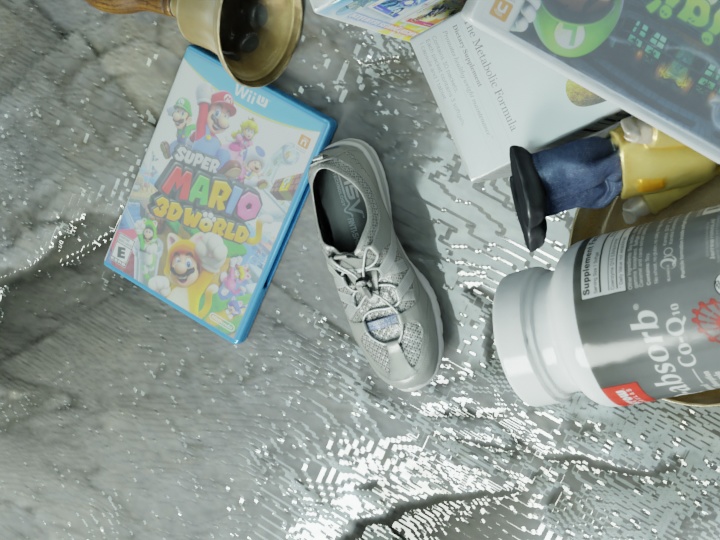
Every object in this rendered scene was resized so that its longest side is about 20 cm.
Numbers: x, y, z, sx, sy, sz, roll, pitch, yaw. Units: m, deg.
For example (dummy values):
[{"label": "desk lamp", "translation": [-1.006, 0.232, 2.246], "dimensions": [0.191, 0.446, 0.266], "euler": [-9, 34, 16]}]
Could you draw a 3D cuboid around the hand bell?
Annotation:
[{"label": "hand bell", "translation": [-0.154, -0.213, 1.119], "dimensions": [0.198, 0.104, 0.106], "euler": [15, 102, 33]}]

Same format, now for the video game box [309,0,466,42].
[{"label": "video game box", "translation": [0.075, -0.222, 0.952], "dimensions": [0.181, 0.200, 0.047], "euler": [-28, 81, 21]}]

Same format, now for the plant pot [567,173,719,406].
[{"label": "plant pot", "translation": [0.242, -0.006, 0.986], "dimensions": [0.198, 0.027, 0.203], "euler": [-1, 88, 30]}]

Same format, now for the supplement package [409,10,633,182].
[{"label": "supplement package", "translation": [0.155, -0.155, 0.974], "dimensions": [0.198, 0.109, 0.115], "euler": [-26, 87, 22]}]

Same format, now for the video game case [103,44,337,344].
[{"label": "video game case", "translation": [-0.118, -0.061, 1.144], "dimensions": [0.142, 0.018, 0.202], "euler": [29, 106, 17]}]

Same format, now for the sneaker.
[{"label": "sneaker", "translation": [0.000, 0.000, 1.069], "dimensions": [0.074, 0.082, 0.202], "euler": [-23, 88, 22]}]

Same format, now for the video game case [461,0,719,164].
[{"label": "video game case", "translation": [0.186, -0.187, 0.840], "dimensions": [0.198, 0.023, 0.183], "euler": [25, 101, -17]}]

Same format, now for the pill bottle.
[{"label": "pill bottle", "translation": [0.197, 0.027, 0.931], "dimensions": [0.198, 0.116, 0.117], "euler": [-15, 91, 30]}]

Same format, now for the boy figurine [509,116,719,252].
[{"label": "boy figurine", "translation": [0.199, -0.069, 0.938], "dimensions": [0.197, 0.125, 0.065], "euler": [-12, 62, -2]}]
